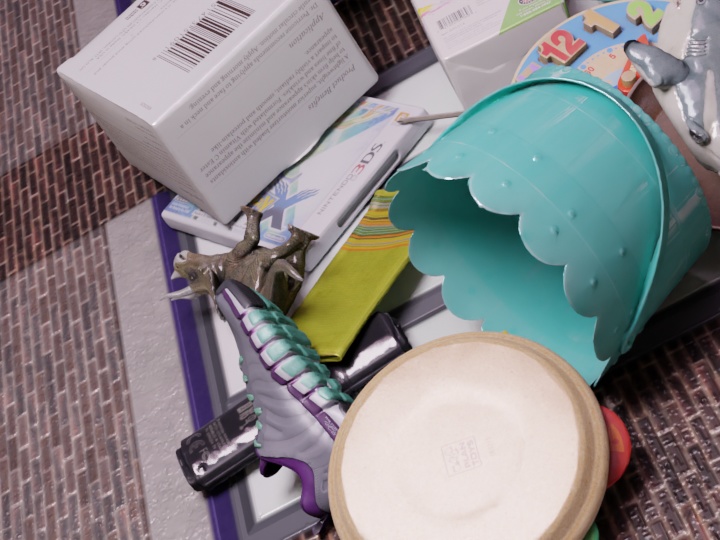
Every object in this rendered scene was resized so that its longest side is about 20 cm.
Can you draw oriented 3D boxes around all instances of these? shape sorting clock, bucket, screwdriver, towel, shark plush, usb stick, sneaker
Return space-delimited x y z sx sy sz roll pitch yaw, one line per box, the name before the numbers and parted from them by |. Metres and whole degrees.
shape sorting clock | 0.212 -0.139 1.319 0.199 0.039 0.200 -11 51 13
bucket | 0.133 -0.033 1.167 0.135 0.207 0.207 -42 38 -18
screwdriver | 0.120 -0.139 1.411 0.199 0.028 0.029 1 79 29
towel | 0.000 0.000 1.337 0.086 0.018 0.200 -9 36 44
shark plush | 0.257 -0.113 1.161 0.083 0.091 0.200 -34 52 13
usb stick | -0.050 0.100 1.287 0.200 0.033 0.055 -33 41 1
sneaker | -0.063 0.095 1.228 0.088 0.074 0.200 -45 61 8

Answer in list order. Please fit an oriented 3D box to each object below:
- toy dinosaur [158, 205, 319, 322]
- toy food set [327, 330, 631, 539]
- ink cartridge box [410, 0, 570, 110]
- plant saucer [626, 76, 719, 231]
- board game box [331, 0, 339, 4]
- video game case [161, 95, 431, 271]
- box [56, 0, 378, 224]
toy dinosaur | -0.077 0.009 1.355 0.200 0.077 0.103 25 92 57
toy food set | 0.074 0.132 1.111 0.198 0.049 0.200 -34 55 2
ink cartridge box | 0.110 -0.236 1.496 0.117 0.067 0.200 -26 39 6
plant saucer | 0.287 -0.098 1.224 0.200 0.035 0.201 -10 49 12
board game box | 0.000 -0.315 1.599 0.200 0.039 0.158 -32 -7 7
video game case | -0.060 -0.090 1.503 0.200 0.022 0.182 17 60 45
box | -0.130 -0.176 1.520 0.199 0.131 0.200 -44 39 -13
